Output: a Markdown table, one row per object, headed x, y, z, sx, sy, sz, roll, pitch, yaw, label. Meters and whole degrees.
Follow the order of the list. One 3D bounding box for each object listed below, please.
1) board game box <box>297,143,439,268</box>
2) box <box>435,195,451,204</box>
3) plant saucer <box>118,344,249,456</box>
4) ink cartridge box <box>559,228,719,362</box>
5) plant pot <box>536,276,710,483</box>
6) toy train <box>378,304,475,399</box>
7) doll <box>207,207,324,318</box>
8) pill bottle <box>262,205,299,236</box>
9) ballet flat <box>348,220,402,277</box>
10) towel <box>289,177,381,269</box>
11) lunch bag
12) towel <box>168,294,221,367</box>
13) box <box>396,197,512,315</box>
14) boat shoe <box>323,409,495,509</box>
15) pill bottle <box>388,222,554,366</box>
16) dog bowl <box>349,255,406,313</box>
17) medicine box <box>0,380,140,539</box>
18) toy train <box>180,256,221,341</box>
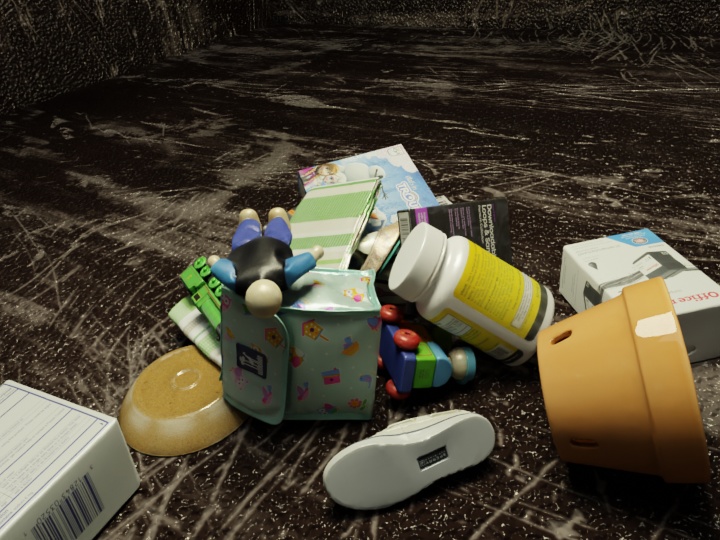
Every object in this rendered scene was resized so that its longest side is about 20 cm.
| x | y | z | sx | sy | sz | roll | pitch | yaw | label |
| --- | --- | --- | --- | --- | --- | --- | --- | --- | --- |
| 0.017 | -0.108 | 0.996 | 0.193 | 0.044 | 0.203 | -16 | 52 | -15 | board game box |
| 0.090 | -0.083 | 1.147 | 0.194 | 0.036 | 0.111 | -15 | 32 | -12 | box |
| -0.232 | 0.159 | 0.827 | 0.193 | 0.036 | 0.202 | -6 | 32 | 3 | plant saucer |
| 0.386 | 0.035 | 0.848 | 0.140 | 0.086 | 0.202 | -10 | 32 | -6 | ink cartridge box |
| 0.270 | 0.121 | 0.651 | 0.136 | 0.204 | 0.202 | -12 | 27 | 23 | plant pot |
| 0.074 | 0.092 | 0.843 | 0.112 | 0.087 | 0.201 | 3 | 21 | -15 | toy train |
| -0.108 | -0.014 | 0.707 | 0.131 | 0.050 | 0.202 | -3 | 29 | -5 | doll |
| -0.065 | -0.078 | 1.073 | 0.197 | 0.108 | 0.106 | -32 | 38 | -19 | pill bottle |
| 0.000 | 0.000 | 0.872 | 0.066 | 0.068 | 0.204 | 30 | 78 | -2 | ballet flat |
| -0.056 | -0.047 | 0.884 | 0.149 | 0.024 | 0.204 | -2 | 53 | 35 | towel |
| -0.077 | 0.091 | 0.752 | 0.193 | 0.175 | 0.123 | 1 | 30 | -8 | lunch bag |
| -0.183 | 0.058 | 0.893 | 0.148 | 0.031 | 0.198 | -38 | 42 | -25 | towel |
| 0.145 | -0.025 | 0.898 | 0.195 | 0.148 | 0.036 | -11 | 7 | -34 | box |
| 0.050 | 0.201 | 0.683 | 0.194 | 0.073 | 0.070 | -19 | 5 | -11 | boat shoe |
| 0.141 | 0.029 | 0.795 | 0.196 | 0.115 | 0.115 | 29 | 30 | -12 | pill bottle |
| 0.069 | -0.008 | 0.995 | 0.193 | 0.076 | 0.202 | -5 | 32 | 3 | dog bowl |
| -0.381 | 0.237 | 0.667 | 0.194 | 0.106 | 0.183 | 9 | 35 | 25 | medicine box |
| -0.209 | 0.041 | 0.877 | 0.056 | 0.042 | 0.199 | -40 | 40 | -9 | toy train |
